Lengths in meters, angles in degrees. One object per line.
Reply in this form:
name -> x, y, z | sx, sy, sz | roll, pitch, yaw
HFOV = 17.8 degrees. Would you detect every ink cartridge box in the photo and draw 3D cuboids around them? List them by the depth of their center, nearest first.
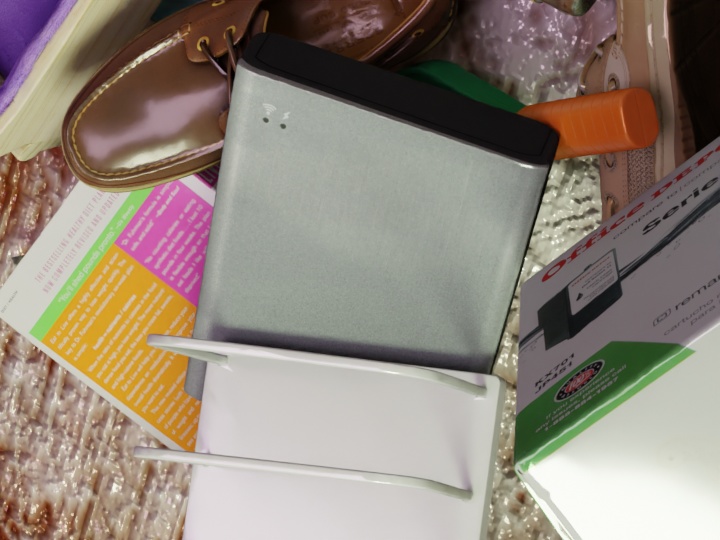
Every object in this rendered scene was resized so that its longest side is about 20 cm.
ink cartridge box -> 0.137, 0.026, 0.873 | 0.146, 0.200, 0.083 | -37, 101, 14

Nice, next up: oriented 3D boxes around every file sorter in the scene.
file sorter -> -0.030, 0.131, 0.973 | 0.138, 0.124, 0.201 | 6, 83, 17

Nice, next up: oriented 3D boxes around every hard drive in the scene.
hard drive -> 0.000, 0.000, 1.029 | 0.139, 0.033, 0.201 | 19, 132, 7

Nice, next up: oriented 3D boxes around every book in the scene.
book -> -0.066, 0.028, 1.126 | 0.200, 0.048, 0.134 | 39, 122, -2

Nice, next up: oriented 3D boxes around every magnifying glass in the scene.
magnifying glass -> 0.064, -0.059, 1.018 | 0.200, 0.022, 0.080 | -3, 101, 62

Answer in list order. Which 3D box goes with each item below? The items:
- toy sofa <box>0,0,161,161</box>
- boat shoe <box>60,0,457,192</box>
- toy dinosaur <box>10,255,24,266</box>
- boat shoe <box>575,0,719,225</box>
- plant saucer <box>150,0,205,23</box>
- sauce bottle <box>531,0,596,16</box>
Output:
toy sofa -> -0.136, -0.150, 1.105 | 0.083, 0.097, 0.200 | 48, 124, 16
boat shoe -> -0.049, -0.097, 1.047 | 0.199, 0.068, 0.072 | -25, 93, 2
toy dinosaur -> -0.105, -0.017, 1.183 | 0.200, 0.047, 0.088 | -38, 78, 42
boat shoe -> 0.122, -0.075, 0.987 | 0.064, 0.071, 0.201 | 3, 104, 34
plant saucer -> -0.071, -0.215, 1.119 | 0.199, 0.027, 0.202 | 9, 106, 33
sauce bottle -> 0.023, -0.180, 1.017 | 0.199, 0.065, 0.065 | 29, 117, 14
